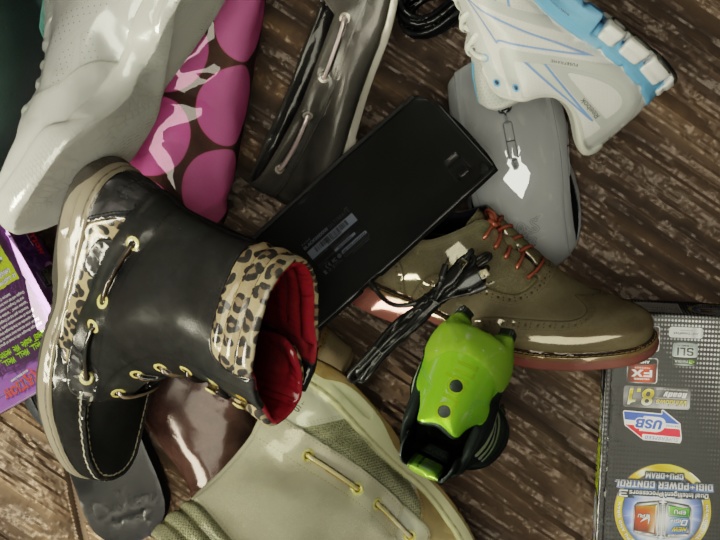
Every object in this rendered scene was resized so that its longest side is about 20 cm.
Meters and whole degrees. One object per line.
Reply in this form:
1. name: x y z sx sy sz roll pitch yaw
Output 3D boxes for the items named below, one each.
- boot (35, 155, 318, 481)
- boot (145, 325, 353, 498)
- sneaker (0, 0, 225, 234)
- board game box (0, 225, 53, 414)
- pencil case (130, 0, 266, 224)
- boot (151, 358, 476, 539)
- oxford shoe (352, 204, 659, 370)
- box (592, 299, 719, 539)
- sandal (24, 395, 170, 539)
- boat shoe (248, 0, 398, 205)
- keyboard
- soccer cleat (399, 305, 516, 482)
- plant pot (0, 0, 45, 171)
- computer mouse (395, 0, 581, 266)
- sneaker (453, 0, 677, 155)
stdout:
1. boot: -0.103 0.050 0.898 0.150 0.073 0.202 21 114 28
2. boot: -0.116 0.089 1.008 0.165 0.072 0.201 28 92 -3
3. sneaker: -0.156 -0.117 0.901 0.088 0.075 0.201 36 93 16
4. board game box: -0.265 0.044 1.006 0.199 0.032 0.121 -27 90 28
5. pencil case: -0.110 -0.125 0.962 0.093 0.091 0.202 13 99 6
6. boot: -0.022 0.170 0.966 0.155 0.072 0.200 -48 119 -18
7. oxford shoe: 0.082 0.004 0.944 0.198 0.070 0.075 14 116 15
8. box: 0.246 0.104 0.989 0.198 0.044 0.162 3 100 5
9. sandal: -0.180 0.083 1.028 0.076 0.043 0.201 -27 97 10
10. boat shoe: -0.018 -0.132 0.958 0.056 0.067 0.202 12 105 -12
11. keyboard: 0.000 0.000 0.927 0.200 0.021 0.127 -41 63 4
12. soccer cleat: 0.050 0.089 0.933 0.067 0.200 0.082 24 70 11
13. plant pot: -0.274 -0.118 0.923 0.198 0.196 0.202 1 102 5
14. computer mouse: 0.091 -0.093 0.968 0.109 0.044 0.202 -13 99 7
15. sneaker: 0.080 -0.141 0.907 0.200 0.075 0.087 39 102 -3
